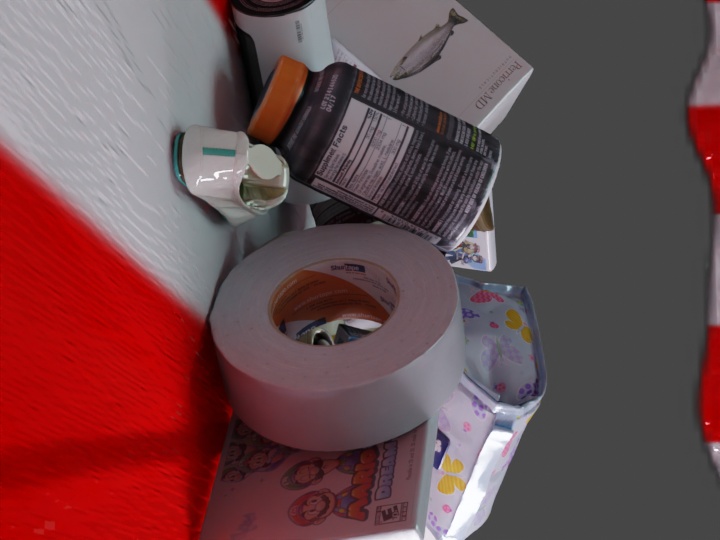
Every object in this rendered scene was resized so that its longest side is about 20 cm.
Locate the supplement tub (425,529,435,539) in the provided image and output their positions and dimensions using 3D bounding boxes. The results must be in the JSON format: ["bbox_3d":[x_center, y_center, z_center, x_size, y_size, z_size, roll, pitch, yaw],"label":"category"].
[{"bbox_3d":[0.047,0.269,1.706,0.200,0.143,0.146,-54,142,-74],"label":"supplement tub"}]

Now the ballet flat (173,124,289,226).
[{"bbox_3d":[-0.089,-0.073,1.187,0.200,0.069,0.070,29,61,-79],"label":"ballet flat"}]

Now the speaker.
[{"bbox_3d":[-0.057,-0.157,1.328,0.082,0.080,0.201,-80,165,-47],"label":"speaker"}]

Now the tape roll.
[{"bbox_3d":[-0.017,0.048,1.202,0.201,0.198,0.067,-79,165,-49],"label":"tape roll"}]

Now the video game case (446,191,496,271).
[{"bbox_3d":[0.063,-0.100,1.726,0.022,0.180,0.202,-49,141,-51],"label":"video game case"}]

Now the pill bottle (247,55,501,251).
[{"bbox_3d":[0.008,-0.103,1.253,0.107,0.198,0.106,-61,-170,19],"label":"pill bottle"}]

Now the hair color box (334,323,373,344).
[{"bbox_3d":[-0.013,0.158,1.412,0.100,0.060,0.202,-144,-112,-81],"label":"hair color box"}]

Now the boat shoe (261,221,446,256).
[{"bbox_3d":[0.000,0.000,1.366,0.068,0.198,0.072,58,-41,28],"label":"boat shoe"}]

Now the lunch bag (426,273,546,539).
[{"bbox_3d":[0.091,0.124,1.392,0.201,0.126,0.171,-96,-160,-54],"label":"lunch bag"}]

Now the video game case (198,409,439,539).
[{"bbox_3d":[-0.028,0.143,1.188,0.201,0.180,0.024,-79,151,-49],"label":"video game case"}]

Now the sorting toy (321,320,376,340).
[{"bbox_3d":[-0.012,0.077,1.553,0.201,0.106,0.181,-83,154,-43],"label":"sorting toy"}]

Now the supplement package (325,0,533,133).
[{"bbox_3d":[0.037,-0.187,1.387,0.117,0.200,0.117,-47,174,-24],"label":"supplement package"}]

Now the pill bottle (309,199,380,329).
[{"bbox_3d":[0.010,-0.054,1.507,0.114,0.113,0.202,54,19,-73],"label":"pill bottle"}]

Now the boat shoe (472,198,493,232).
[{"bbox_3d":[0.093,-0.076,1.486,0.200,0.064,0.072,-85,167,-79],"label":"boat shoe"}]

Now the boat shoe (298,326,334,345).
[{"bbox_3d":[-0.055,0.089,1.358,0.200,0.068,0.076,56,35,-73],"label":"boat shoe"}]
